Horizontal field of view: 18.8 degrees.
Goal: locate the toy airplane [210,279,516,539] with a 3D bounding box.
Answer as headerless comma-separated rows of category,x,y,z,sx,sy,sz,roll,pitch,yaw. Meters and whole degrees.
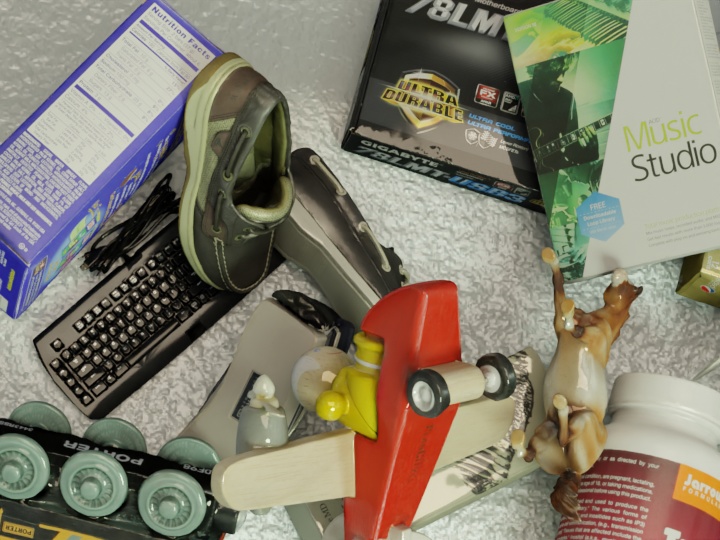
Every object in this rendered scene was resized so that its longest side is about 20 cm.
toy airplane,0.005,0.108,1.408,0.199,0.200,0.141,-45,55,-8

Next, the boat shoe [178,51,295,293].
boat shoe,-0.078,-0.053,1.466,0.066,0.201,0.072,34,53,30

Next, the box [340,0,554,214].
box,0.105,-0.156,1.619,0.200,0.050,0.199,17,73,-5

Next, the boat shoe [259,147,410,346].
boat shoe,0.000,0.000,1.547,0.060,0.074,0.200,-39,84,-26

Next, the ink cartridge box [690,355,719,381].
ink cartridge box,0.350,0.054,1.564,0.200,0.117,0.067,-24,79,-15

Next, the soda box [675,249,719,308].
soda box,0.290,-0.071,1.582,0.068,0.064,0.200,18,72,-4

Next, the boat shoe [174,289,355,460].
boat shoe,-0.070,0.105,1.507,0.075,0.093,0.200,36,102,17

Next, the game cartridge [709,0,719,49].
game cartridge,0.310,-0.128,1.653,0.133,0.042,0.200,-17,78,-9

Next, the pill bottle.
pill bottle,0.195,0.178,1.506,0.113,0.113,0.200,17,73,-5

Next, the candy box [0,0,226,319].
candy box,-0.189,-0.076,1.483,0.077,0.169,0.200,43,71,0

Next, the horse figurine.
horse figurine,0.143,0.078,1.465,0.050,0.133,0.200,1,70,21

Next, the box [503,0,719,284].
box,0.190,-0.102,1.531,0.144,0.036,0.200,-14,85,28

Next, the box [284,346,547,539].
box,0.046,0.133,1.517,0.200,0.068,0.082,-26,82,-16

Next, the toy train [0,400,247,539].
toy train,-0.177,0.160,1.445,0.200,0.085,0.114,13,110,2

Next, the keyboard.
keyboard,-0.147,0.006,1.535,0.200,0.040,0.104,-42,86,-18
